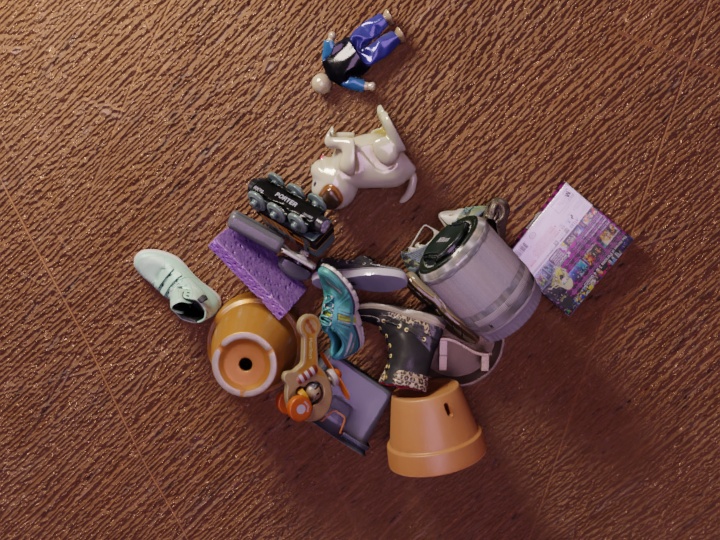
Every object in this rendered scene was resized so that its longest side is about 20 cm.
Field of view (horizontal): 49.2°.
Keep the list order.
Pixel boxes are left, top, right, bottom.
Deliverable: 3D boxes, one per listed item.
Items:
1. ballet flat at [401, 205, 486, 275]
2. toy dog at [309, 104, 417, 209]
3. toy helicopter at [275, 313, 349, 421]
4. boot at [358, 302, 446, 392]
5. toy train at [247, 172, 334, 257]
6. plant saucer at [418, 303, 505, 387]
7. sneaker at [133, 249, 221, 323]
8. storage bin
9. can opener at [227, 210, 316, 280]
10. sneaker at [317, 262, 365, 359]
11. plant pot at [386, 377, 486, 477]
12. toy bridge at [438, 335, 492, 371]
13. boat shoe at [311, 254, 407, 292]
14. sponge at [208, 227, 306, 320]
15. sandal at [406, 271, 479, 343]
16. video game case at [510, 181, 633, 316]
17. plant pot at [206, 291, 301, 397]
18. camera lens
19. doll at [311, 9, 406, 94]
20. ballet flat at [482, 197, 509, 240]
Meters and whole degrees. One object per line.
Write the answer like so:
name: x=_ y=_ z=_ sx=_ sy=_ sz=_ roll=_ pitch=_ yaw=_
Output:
ballet flat: x=0.160 y=-0.076 z=1.551 sx=0.200 sy=0.074 sz=0.074 roll=-42 pitch=97 yaw=6
toy dog: x=-0.005 y=-0.197 z=1.512 sx=0.198 sy=0.140 sz=0.195 roll=-28 pitch=117 yaw=7
toy helicopter: x=-0.087 y=0.183 z=1.485 sx=0.131 sy=0.079 sz=0.203 roll=-2 pitch=93 yaw=-26
boot: x=0.062 y=0.149 z=1.545 sx=0.197 sy=0.073 sz=0.153 roll=9 pitch=79 yaw=20
toy train: x=-0.134 y=-0.107 z=1.503 sx=0.199 sy=0.115 sz=0.085 roll=29 pitch=62 yaw=27
plant saucer: x=0.196 y=0.139 z=1.606 sx=0.197 sy=0.029 sz=0.203 roll=0 pitch=99 yaw=1
sneaker: x=-0.370 y=0.029 z=1.551 sx=0.199 sy=0.118 sz=0.074 roll=34 pitch=100 yaw=-3
storage bin: x=-0.037 y=0.257 z=1.582 sx=0.199 sy=0.146 sz=0.135 roll=34 pitch=89 yaw=-5
can opener: x=-0.173 y=-0.046 z=1.535 sx=0.199 sy=0.053 sz=0.067 roll=33 pitch=98 yaw=-14
sneaker: x=-0.045 y=0.082 z=1.507 sx=0.079 sy=0.077 sz=0.202 roll=-29 pitch=118 yaw=-29
plant pot: x=0.139 y=0.300 z=1.549 sx=0.197 sy=0.200 sz=0.142 roll=-12 pitch=98 yaw=3
toy bridge: x=0.166 y=0.166 z=1.583 sx=0.197 sy=0.027 sz=0.068 roll=0 pitch=99 yaw=2
boat shoe: x=0.000 y=0.000 z=1.551 sx=0.197 sy=0.070 sz=0.067 roll=-3 pitch=59 yaw=23
sponge: x=-0.199 y=-0.006 z=1.546 sx=0.200 sy=0.112 sz=0.030 roll=47 pitch=121 yaw=-6
sandal: x=0.168 y=0.067 z=1.550 sx=0.200 sy=0.080 sz=0.054 roll=45 pitch=76 yaw=-2
video game case: x=0.410 y=-0.042 z=1.567 sx=0.181 sy=0.036 sz=0.201 roll=38 pitch=98 yaw=-4
plant pot: x=-0.214 y=0.158 z=1.537 sx=0.197 sy=0.183 sz=0.203 roll=0 pitch=100 yaw=1
camera lens: x=0.219 y=0.012 z=1.459 sx=0.160 sy=0.160 sz=0.200 roll=-44 pitch=105 yaw=8
doll: x=-0.009 y=-0.405 z=1.506 sx=0.199 sy=0.048 sz=0.137 roll=-35 pitch=96 yaw=6
ballet flat: x=0.256 y=-0.045 z=1.532 sx=0.067 sy=0.046 sz=0.202 roll=19 pitch=126 yaw=26
